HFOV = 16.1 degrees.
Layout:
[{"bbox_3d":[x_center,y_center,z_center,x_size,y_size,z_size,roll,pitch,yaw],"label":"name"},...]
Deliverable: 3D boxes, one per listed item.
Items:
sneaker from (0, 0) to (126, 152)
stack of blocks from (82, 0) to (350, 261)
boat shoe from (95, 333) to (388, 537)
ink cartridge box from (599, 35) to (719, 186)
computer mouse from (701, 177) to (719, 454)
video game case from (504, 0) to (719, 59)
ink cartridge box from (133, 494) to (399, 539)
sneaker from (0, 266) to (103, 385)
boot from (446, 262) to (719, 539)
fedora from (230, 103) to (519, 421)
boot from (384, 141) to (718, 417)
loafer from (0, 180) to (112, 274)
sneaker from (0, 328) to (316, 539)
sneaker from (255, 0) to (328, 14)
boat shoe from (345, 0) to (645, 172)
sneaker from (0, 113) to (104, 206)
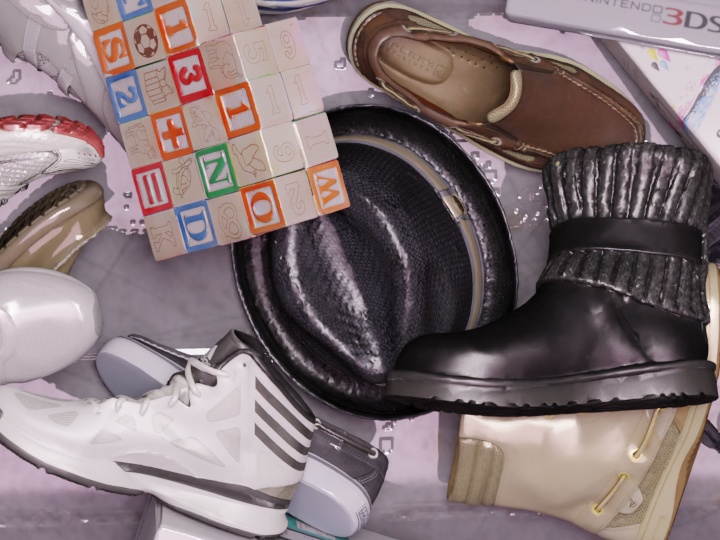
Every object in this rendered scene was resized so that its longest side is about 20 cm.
[{"bbox_3d":[-0.180,-0.147,1.571,0.082,0.075,0.200,-23,110,35],"label":"sneaker"},{"bbox_3d":[-0.091,-0.117,1.503,0.115,0.058,0.201,-14,93,43],"label":"stack of blocks"},{"bbox_3d":[-0.071,0.090,1.614,0.199,0.070,0.066,30,58,9],"label":"boat shoe"},{"bbox_3d":[0.247,-0.115,1.565,0.116,0.068,0.200,-39,79,0],"label":"ink cartridge box"},{"bbox_3d":[0.231,0.028,1.644,0.200,0.046,0.140,42,111,-8],"label":"computer mouse"},{"bbox_3d":[0.195,-0.233,1.546,0.181,0.022,0.201,11,82,9],"label":"video game case"},{"bbox_3d":[-0.056,0.234,1.601,0.199,0.146,0.147,18,98,-7],"label":"ink cartridge box"},{"bbox_3d":[-0.252,0.043,1.518,0.199,0.080,0.071,-6,101,6],"label":"sneaker"},{"bbox_3d":[0.140,0.075,1.611,0.155,0.073,0.201,13,117,1],"label":"boot"},{"bbox_3d":[0.000,0.000,1.567,0.199,0.092,0.202,2,98,13],"label":"fedora"},{"bbox_3d":[0.113,0.006,1.527,0.210,0.079,0.159,-2,81,-11],"label":"boot"},{"bbox_3d":[-0.219,0.026,1.589,0.067,0.076,0.200,43,105,-11],"label":"loafer"},{"bbox_3d":[-0.121,0.077,1.538,0.200,0.076,0.116,19,99,-12],"label":"sneaker"},{"bbox_3d":[0.004,-0.196,1.556,0.199,0.088,0.076,-19,100,-2],"label":"sneaker"},{"bbox_3d":[0.087,-0.104,1.582,0.201,0.075,0.075,17,100,-12],"label":"boat shoe"},{"bbox_3d":[-0.249,-0.043,1.570,0.199,0.078,0.083,-18,96,8],"label":"sneaker"}]
